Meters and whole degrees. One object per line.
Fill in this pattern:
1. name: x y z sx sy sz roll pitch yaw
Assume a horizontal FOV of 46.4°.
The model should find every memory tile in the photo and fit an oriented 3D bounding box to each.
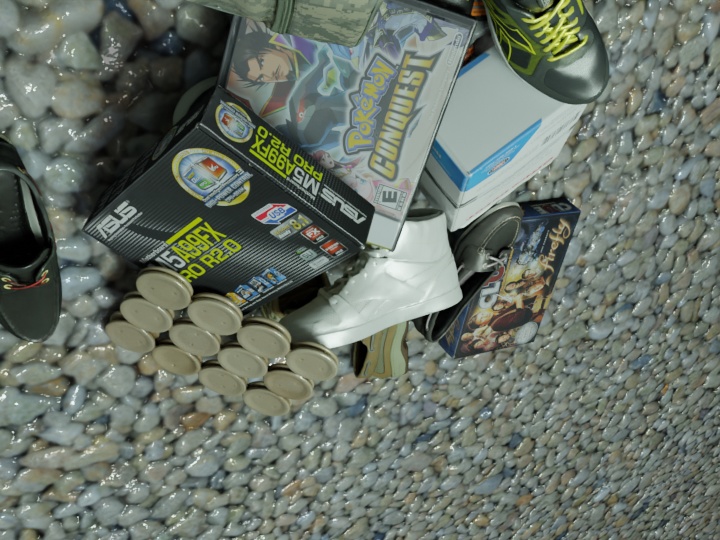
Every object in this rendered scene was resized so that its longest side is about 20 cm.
1. memory tile: -0.131 0.071 0.785 0.199 0.017 0.153 28 140 -15

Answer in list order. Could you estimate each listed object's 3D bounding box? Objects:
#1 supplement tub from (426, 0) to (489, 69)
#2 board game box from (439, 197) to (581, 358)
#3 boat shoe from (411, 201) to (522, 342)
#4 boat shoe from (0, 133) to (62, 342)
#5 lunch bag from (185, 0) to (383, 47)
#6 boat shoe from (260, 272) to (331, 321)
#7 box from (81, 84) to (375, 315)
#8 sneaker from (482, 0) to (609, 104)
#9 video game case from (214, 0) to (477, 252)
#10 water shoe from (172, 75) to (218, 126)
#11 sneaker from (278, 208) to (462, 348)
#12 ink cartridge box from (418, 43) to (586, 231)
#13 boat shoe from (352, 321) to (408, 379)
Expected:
1. supplement tub: 0.067 -0.273 0.676 0.122 0.123 0.201 -7 126 -29
2. board game box: 0.181 0.011 1.034 0.135 0.035 0.201 -8 127 -28
3. boat shoe: 0.122 0.006 0.934 0.067 0.057 0.200 -1 144 -39
4. boat shoe: -0.287 -0.013 0.689 0.073 0.063 0.202 -18 133 -24
5. lunch bag: -0.057 -0.264 0.548 0.166 0.139 0.202 10 89 -10
6. boat shoe: -0.067 0.017 0.854 0.073 0.063 0.201 -28 135 -13
7. box: -0.111 -0.041 0.685 0.160 0.044 0.199 36 139 -26
8. sneaker: 0.126 -0.191 0.616 0.074 0.085 0.200 -37 121 15
9. video game case: -0.026 -0.132 0.672 0.180 0.026 0.201 18 114 -3
10. water shoe: -0.062 -0.122 0.738 0.199 0.079 0.072 1 122 -33
11. sneaker: 0.000 0.000 0.816 0.199 0.074 0.116 -19 111 -20
12. ink cartridge box: 0.126 -0.129 0.787 0.146 0.086 0.200 -36 171 -5
13. boat shoe: 0.011 0.056 0.937 0.076 0.072 0.201 -14 131 -9
